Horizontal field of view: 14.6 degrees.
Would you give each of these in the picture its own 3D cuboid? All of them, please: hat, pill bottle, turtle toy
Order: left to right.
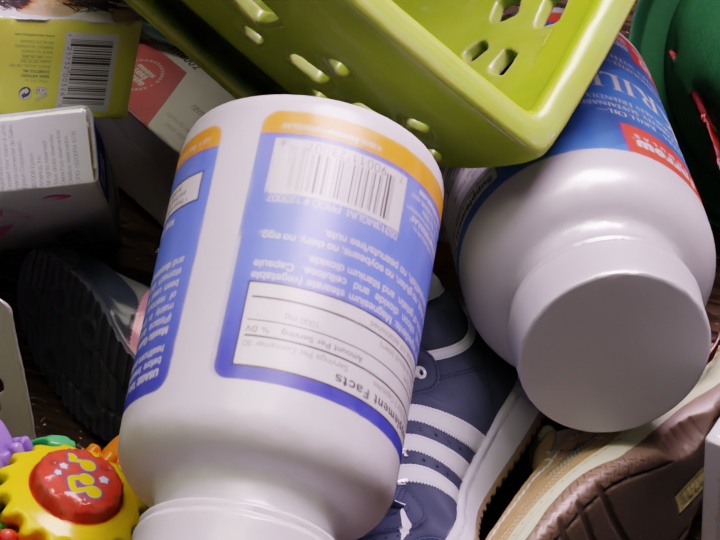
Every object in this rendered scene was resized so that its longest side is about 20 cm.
[{"bbox_3d":[-0.147,0.117,1.133,0.199,0.101,0.146,8,37,-20],"label":"turtle toy"},{"bbox_3d":[-0.034,0.042,1.104,0.111,0.112,0.201,5,62,10],"label":"pill bottle"},{"bbox_3d":[0.094,-0.021,1.228,0.111,0.113,0.200,-7,35,-4],"label":"pill bottle"},{"bbox_3d":[0.186,-0.085,1.281,0.165,0.176,0.201,-35,79,19],"label":"hat"}]

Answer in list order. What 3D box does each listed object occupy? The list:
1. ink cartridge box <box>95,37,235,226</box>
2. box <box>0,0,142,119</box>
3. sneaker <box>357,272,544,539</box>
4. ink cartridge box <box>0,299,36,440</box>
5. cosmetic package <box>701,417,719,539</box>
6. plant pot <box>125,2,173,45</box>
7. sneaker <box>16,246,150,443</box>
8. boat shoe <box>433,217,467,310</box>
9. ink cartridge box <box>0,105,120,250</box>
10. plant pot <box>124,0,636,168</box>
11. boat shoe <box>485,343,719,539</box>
[{"bbox_3d":[-0.025,-0.091,1.422,0.199,0.068,0.116,-28,45,-26],"label":"ink cartridge box"},{"bbox_3d":[-0.170,-0.129,1.315,0.075,0.050,0.200,0,23,-27],"label":"box"},{"bbox_3d":[0.005,0.071,1.178,0.070,0.109,0.200,-29,15,34],"label":"sneaker"},{"bbox_3d":[-0.248,0.049,1.237,0.199,0.116,0.068,14,45,20],"label":"ink cartridge box"},{"bbox_3d":[0.215,0.057,1.212,0.074,0.102,0.200,18,44,24],"label":"cosmetic package"},{"bbox_3d":[-0.055,-0.226,1.403,0.199,0.201,0.196,20,50,25],"label":"plant pot"},{"bbox_3d":[-0.076,0.048,1.278,0.082,0.071,0.200,-16,43,-40],"label":"sneaker"},{"bbox_3d":[0.000,0.000,1.283,0.199,0.071,0.070,-3,38,-47],"label":"boat shoe"},{"bbox_3d":[-0.214,-0.033,1.295,0.199,0.196,0.044,-7,84,-2],"label":"ink cartridge box"},{"bbox_3d":[0.001,-0.165,1.217,0.181,0.200,0.200,-13,42,56],"label":"plant pot"},{"bbox_3d":[0.103,0.093,1.211,0.076,0.072,0.200,14,33,38],"label":"boat shoe"}]
